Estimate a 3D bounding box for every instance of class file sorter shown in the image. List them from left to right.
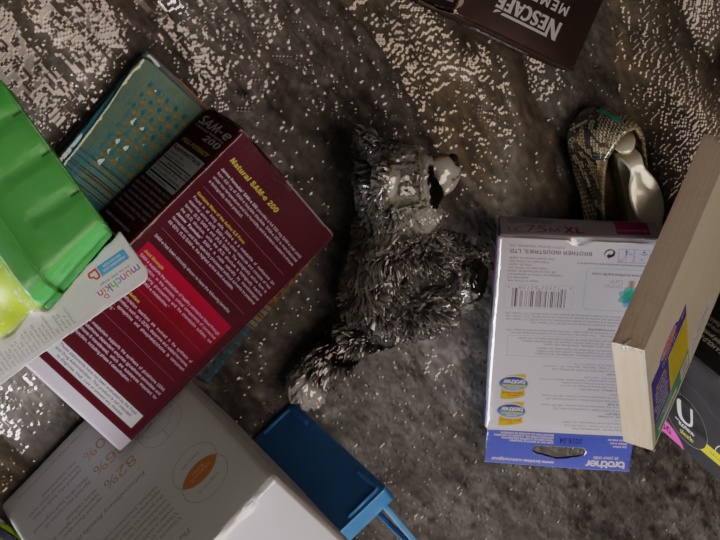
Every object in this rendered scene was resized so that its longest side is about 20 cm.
[{"bbox_3d":[-0.059,0.226,1.127,0.200,0.139,0.123,-43,125,-9],"label":"file sorter"}]

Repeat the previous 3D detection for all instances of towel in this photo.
[{"bbox_3d":[-0.125,-0.031,1.067,0.147,0.022,0.200,-49,125,-3],"label":"towel"}]

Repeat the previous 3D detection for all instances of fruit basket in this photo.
[{"bbox_3d":[-0.257,-0.011,0.943,0.200,0.094,0.185,-37,87,1],"label":"fruit basket"}]

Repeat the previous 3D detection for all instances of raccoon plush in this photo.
[{"bbox_3d":[0.000,0.000,1.091,0.200,0.097,0.134,-50,129,-6],"label":"raccoon plush"}]

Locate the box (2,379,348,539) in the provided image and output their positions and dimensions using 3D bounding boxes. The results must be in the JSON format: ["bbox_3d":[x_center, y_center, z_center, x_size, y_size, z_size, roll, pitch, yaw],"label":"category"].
[{"bbox_3d":[-0.119,0.171,1.033,0.152,0.200,0.106,-46,126,-5],"label":"box"}]

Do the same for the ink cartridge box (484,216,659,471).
[{"bbox_3d":[0.156,0.057,1.202,0.119,0.042,0.200,2,115,2],"label":"ink cartridge box"}]

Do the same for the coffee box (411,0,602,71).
[{"bbox_3d":[0.125,-0.253,1.085,0.113,0.080,0.200,19,98,-33],"label":"coffee box"}]

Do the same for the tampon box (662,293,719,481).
[{"bbox_3d":[0.357,0.078,1.279,0.200,0.150,0.126,-27,131,-17],"label":"tampon box"}]

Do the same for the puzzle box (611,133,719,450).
[{"bbox_3d":[0.234,0.016,1.169,0.200,0.025,0.133,-60,153,-30],"label":"puzzle box"}]

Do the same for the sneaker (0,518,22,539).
[{"bbox_3d":[-0.298,0.184,1.013,0.200,0.081,0.074,18,99,-32],"label":"sneaker"}]

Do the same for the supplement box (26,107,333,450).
[{"bbox_3d":[-0.127,0.005,1.030,0.200,0.061,0.109,-44,125,-6],"label":"supplement box"}]

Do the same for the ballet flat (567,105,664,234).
[{"bbox_3d":[0.206,-0.029,1.214,0.068,0.075,0.200,-27,119,-21],"label":"ballet flat"}]
